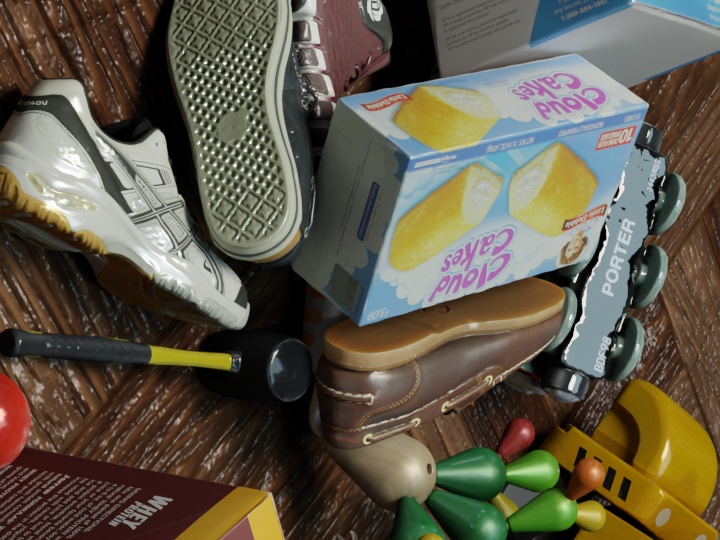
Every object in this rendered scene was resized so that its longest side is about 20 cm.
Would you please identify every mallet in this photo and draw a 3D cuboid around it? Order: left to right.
[{"bbox_3d":[-0.121,0.047,1.248,0.199,0.066,0.041,8,87,-38],"label":"mallet"}]

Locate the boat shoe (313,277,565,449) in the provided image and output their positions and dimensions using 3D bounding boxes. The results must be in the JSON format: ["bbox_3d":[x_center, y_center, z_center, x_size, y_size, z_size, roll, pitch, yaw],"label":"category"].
[{"bbox_3d":[0.047,0.053,1.345,0.199,0.070,0.071,-16,116,-41],"label":"boat shoe"}]

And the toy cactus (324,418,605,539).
[{"bbox_3d":[0.054,0.139,1.331,0.200,0.165,0.103,-47,169,-45],"label":"toy cactus"}]

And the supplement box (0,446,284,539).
[{"bbox_3d":[-0.158,0.199,1.078,0.197,0.199,0.134,-38,123,-43],"label":"supplement box"}]

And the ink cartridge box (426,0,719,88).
[{"bbox_3d":[0.129,-0.224,1.394,0.146,0.146,0.201,7,69,-51],"label":"ink cartridge box"}]

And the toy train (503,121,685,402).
[{"bbox_3d":[0.153,-0.005,1.526,0.085,0.114,0.201,22,78,-22],"label":"toy train"}]

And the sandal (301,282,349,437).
[{"bbox_3d":[0.005,0.000,1.374,0.079,0.059,0.208,8,102,-52],"label":"sandal"}]

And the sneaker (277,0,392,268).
[{"bbox_3d":[-0.019,-0.102,1.326,0.115,0.075,0.201,0,94,-55],"label":"sneaker"}]

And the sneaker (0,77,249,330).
[{"bbox_3d":[-0.116,-0.034,1.205,0.200,0.075,0.088,38,65,-48],"label":"sneaker"}]

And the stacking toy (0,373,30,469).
[{"bbox_3d":[-0.232,0.057,1.074,0.200,0.085,0.086,34,67,-55],"label":"stacking toy"}]

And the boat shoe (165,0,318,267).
[{"bbox_3d":[-0.063,-0.092,1.246,0.062,0.074,0.201,53,26,-65],"label":"boat shoe"}]

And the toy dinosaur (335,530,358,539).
[{"bbox_3d":[0.047,0.218,1.393,0.181,0.105,0.201,20,40,-24],"label":"toy dinosaur"}]

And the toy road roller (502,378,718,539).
[{"bbox_3d":[0.204,0.169,1.547,0.146,0.200,0.123,-55,138,-1],"label":"toy road roller"}]

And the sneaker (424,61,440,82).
[{"bbox_3d":[0.067,-0.112,1.448,0.200,0.077,0.086,-1,85,-59],"label":"sneaker"}]

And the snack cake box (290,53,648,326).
[{"bbox_3d":[0.064,-0.050,1.293,0.199,0.067,0.116,-15,133,-41],"label":"snack cake box"}]
